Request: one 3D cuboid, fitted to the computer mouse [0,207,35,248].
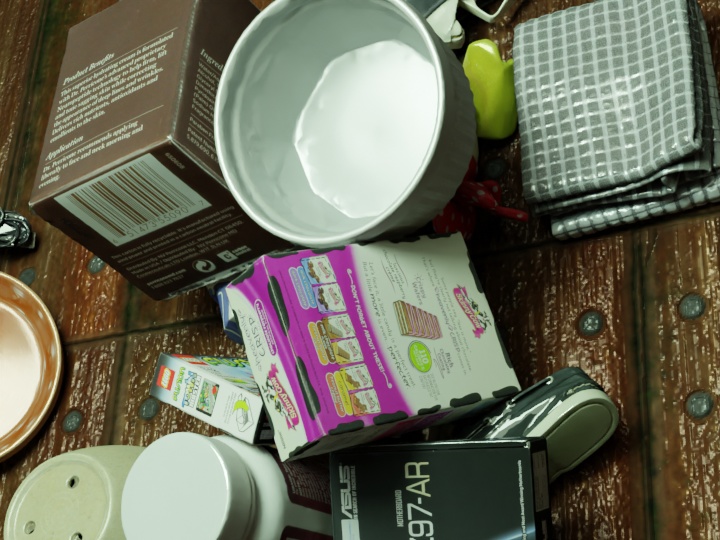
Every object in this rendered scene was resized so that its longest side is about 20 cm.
[{"bbox_3d":[-0.406,0.032,1.470,0.136,0.053,0.203,9,68,3],"label":"computer mouse"}]

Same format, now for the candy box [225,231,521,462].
[{"bbox_3d":[0.011,0.052,1.099,0.061,0.198,0.138,-36,68,47],"label":"candy box"}]

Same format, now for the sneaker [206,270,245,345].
[{"bbox_3d":[-0.127,-0.009,1.351,0.114,0.081,0.201,-24,50,20],"label":"sneaker"}]

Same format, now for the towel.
[{"bbox_3d":[0.212,-0.138,1.241,0.164,0.086,0.202,-13,57,21],"label":"towel"}]

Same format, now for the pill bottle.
[{"bbox_3d":[-0.082,0.187,1.113,0.113,0.200,0.116,-10,69,27],"label":"pill bottle"}]

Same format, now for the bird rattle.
[{"bbox_3d":[0.062,-0.116,1.260,0.112,0.163,0.202,-23,37,36],"label":"bird rattle"}]

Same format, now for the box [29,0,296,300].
[{"bbox_3d":[-0.152,-0.116,1.260,0.165,0.164,0.202,-20,48,32],"label":"box"}]

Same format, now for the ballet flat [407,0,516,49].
[{"bbox_3d":[0.092,-0.248,1.378,0.199,0.073,0.073,-34,51,-6],"label":"ballet flat"}]

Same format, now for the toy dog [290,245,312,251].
[{"bbox_3d":[0.000,0.000,1.263,0.097,0.131,0.201,-54,37,29],"label":"toy dog"}]

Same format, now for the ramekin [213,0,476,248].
[{"bbox_3d":[-0.004,-0.114,1.149,0.198,0.105,0.203,-3,83,28],"label":"ramekin"}]

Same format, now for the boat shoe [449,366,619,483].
[{"bbox_3d":[0.102,0.141,1.140,0.199,0.074,0.066,-41,36,14],"label":"boat shoe"}]

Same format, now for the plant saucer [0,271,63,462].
[{"bbox_3d":[-0.377,0.094,1.399,0.197,0.032,0.203,0,67,1],"label":"plant saucer"}]

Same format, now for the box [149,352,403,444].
[{"bbox_3d":[-0.058,0.102,1.166,0.109,0.199,0.035,20,96,34],"label":"box"}]

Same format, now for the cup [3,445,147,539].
[{"bbox_3d":[-0.205,0.222,1.203,0.198,0.143,0.203,-12,56,19],"label":"cup"}]

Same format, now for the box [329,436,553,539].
[{"bbox_3d":[0.061,0.224,1.076,0.158,0.043,0.203,-4,86,24],"label":"box"}]
